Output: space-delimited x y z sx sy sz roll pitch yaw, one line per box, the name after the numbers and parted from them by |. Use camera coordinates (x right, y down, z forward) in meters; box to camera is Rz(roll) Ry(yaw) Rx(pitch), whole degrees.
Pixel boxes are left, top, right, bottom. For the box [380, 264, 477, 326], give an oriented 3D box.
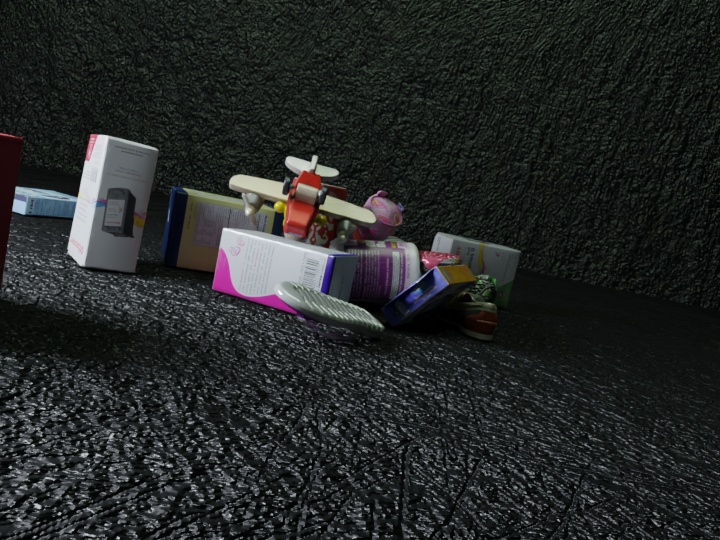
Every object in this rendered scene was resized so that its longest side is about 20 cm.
0.115 0.041 1.068 0.042 0.119 0.200 55 21 12 | box

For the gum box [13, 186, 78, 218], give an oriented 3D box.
-0.746 -0.159 1.486 0.169 0.045 0.200 15 7 24 | gum box

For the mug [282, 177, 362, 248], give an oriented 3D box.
-0.077 -0.069 1.259 0.177 0.201 0.133 11 6 -9 | mug

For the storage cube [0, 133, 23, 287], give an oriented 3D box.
-0.460 -0.064 0.614 0.170 0.181 0.200 12 6 -1 | storage cube

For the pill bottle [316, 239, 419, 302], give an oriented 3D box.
0.000 0.000 1.154 0.199 0.113 0.112 2 8 -7 | pill bottle

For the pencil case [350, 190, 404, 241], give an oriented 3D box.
0.000 -0.074 1.302 0.087 0.088 0.200 7 -35 -38 | pencil case

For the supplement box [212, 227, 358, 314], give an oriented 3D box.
-0.119 0.003 1.006 0.199 0.102 0.103 15 7 20 | supplement box

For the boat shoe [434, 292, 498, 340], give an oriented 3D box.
0.190 0.072 1.152 0.071 0.063 0.200 8 6 -14 | boat shoe

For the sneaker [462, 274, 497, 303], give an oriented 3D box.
0.236 0.048 1.336 0.078 0.086 0.200 15 8 22 | sneaker

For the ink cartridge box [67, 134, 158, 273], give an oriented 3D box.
-0.399 -0.110 1.024 0.085 0.201 0.147 8 8 -34 | ink cartridge box

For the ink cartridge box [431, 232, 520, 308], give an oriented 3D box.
0.264 0.001 1.518 0.199 0.146 0.087 10 8 -23 | ink cartridge box

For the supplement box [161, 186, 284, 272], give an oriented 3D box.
-0.271 -0.075 1.239 0.199 0.135 0.200 9 7 -20 | supplement box

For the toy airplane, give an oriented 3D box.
-0.101 -0.114 1.105 0.199 0.142 0.200 -12 38 -45 | toy airplane

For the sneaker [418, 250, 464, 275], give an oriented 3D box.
0.153 0.010 1.209 0.080 0.075 0.200 9 -9 18 | sneaker

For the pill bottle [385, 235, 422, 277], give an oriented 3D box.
0.069 -0.005 1.339 0.119 0.120 0.200 11 7 -6 | pill bottle

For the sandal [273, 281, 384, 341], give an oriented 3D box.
-0.039 0.068 0.856 0.202 0.050 0.082 23 11 -45 | sandal
